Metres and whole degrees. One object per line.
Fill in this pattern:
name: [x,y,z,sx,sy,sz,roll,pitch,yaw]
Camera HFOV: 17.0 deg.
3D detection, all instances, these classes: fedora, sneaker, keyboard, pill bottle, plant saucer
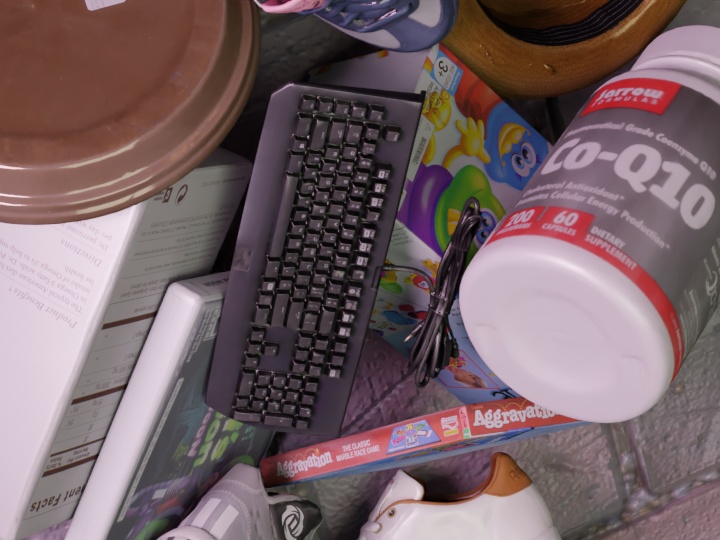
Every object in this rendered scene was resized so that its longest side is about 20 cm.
fedora: [0.092,-0.190,1.252,0.200,0.082,0.201,-13,124,-21]
sneaker: [0.012,0.166,1.403,0.200,0.073,0.085,-25,91,-3]
keyboard: [0.000,0.000,1.184,0.127,0.021,0.200,4,124,-15]
pill bottle: [0.142,-0.029,1.216,0.200,0.114,0.114,-53,130,-37]
plant saucer: [-0.146,-0.113,1.130,0.200,0.200,0.029,-23,152,-11]
sneaker: [-0.049,0.186,1.330,0.116,0.075,0.200,-55,147,-38]
sneaker: [-0.024,-0.140,1.133,0.070,0.082,0.200,-32,137,30]

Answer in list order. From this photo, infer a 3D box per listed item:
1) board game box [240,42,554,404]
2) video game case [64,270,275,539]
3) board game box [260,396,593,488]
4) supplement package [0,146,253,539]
board game box: [0.054,-0.018,1.282,0.200,0.105,0.103,40,60,-32]
video game case: [-0.087,0.089,1.275,0.182,0.023,0.200,-14,129,-67]
board game box: [0.040,0.090,1.294,0.103,0.200,0.019,-7,83,-35]
supplement package: [-0.158,0.014,1.198,0.200,0.117,0.117,-66,163,15]
